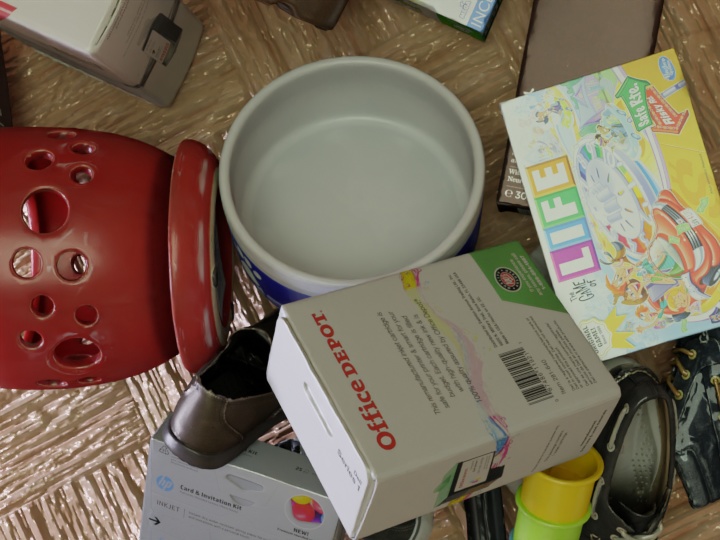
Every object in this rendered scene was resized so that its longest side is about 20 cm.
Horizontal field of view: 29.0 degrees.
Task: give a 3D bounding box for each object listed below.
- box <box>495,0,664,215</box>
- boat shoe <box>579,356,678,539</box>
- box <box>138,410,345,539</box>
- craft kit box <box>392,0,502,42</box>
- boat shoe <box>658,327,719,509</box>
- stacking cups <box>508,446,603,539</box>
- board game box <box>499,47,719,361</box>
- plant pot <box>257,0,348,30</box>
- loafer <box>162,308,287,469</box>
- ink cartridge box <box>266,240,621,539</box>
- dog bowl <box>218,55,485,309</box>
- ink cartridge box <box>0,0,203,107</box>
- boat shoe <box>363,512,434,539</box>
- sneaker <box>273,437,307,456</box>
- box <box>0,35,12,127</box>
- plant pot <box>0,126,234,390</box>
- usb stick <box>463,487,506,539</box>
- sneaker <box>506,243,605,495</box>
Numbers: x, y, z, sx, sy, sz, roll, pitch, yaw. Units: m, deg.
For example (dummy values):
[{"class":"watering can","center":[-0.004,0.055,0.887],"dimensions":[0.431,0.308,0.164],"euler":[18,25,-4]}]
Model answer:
[{"class":"box","center":[0.171,-0.138,1.075],"dimensions":[0.099,0.075,0.202],"euler":[10,89,9]},{"class":"boat shoe","center":[0.201,0.166,1.041],"dimensions":[0.073,0.060,0.202],"euler":[-4,110,-20]},{"class":"box","center":[-0.095,0.220,1.080],"dimensions":[0.154,0.041,0.202],"euler":[17,123,9]},{"class":"craft kit box","center":[0.051,-0.314,1.112],"dimensions":[0.196,0.049,0.202],"euler":[26,93,6]},{"class":"boat shoe","center":[0.256,0.078,1.056],"dimensions":[0.090,0.071,0.202],"euler":[-21,88,4]},{"class":"stacking cups","center":[0.138,0.222,1.044],"dimensions":[0.060,0.061,0.202],"euler":[10,118,9]},{"class":"board game box","center":[0.192,-0.044,1.015],"dimensions":[0.133,0.034,0.202],"euler":[-17,86,7]},{"class":"plant pot","center":[-0.049,-0.297,1.020],"dimensions":[0.199,0.200,0.200],"euler":[27,101,8]},{"class":"loafer","center":[-0.070,0.074,1.052],"dimensions":[0.073,0.200,0.071],"euler":[30,126,10]},{"class":"ink cartridge box","center":[0.053,0.078,0.960],"dimensions":[0.198,0.084,0.145],"euler":[-15,56,-26]},{"class":"dog bowl","center":[-0.005,-0.059,1.057],"dimensions":[0.198,0.079,0.202],"euler":[-1,62,2]},{"class":"ink cartridge box","center":[-0.219,-0.205,1.073],"dimensions":[0.144,0.200,0.086],"euler":[25,87,8]},{"class":"boat shoe","center":[0.003,0.110,1.012],"dimensions":[0.068,0.056,0.201],"euler":[-35,50,23]},{"class":"sneaker","center":[-0.006,0.162,1.100],"dimensions":[0.199,0.090,0.067],"euler":[-25,56,30]},{"class":"box","center":[-0.397,-0.118,1.086],"dimensions":[0.163,0.200,0.168],"euler":[-8,88,24]},{"class":"plant pot","center":[-0.193,-0.012,1.074],"dimensions":[0.180,0.200,0.203],"euler":[-2,89,1]},{"class":"usb stick","center":[0.091,0.130,1.091],"dimensions":[0.032,0.055,0.203],"euler":[-5,88,-2]},{"class":"sneaker","center":[0.136,0.064,1.082],"dimensions":[0.115,0.074,0.201],"euler":[31,86,12]}]
